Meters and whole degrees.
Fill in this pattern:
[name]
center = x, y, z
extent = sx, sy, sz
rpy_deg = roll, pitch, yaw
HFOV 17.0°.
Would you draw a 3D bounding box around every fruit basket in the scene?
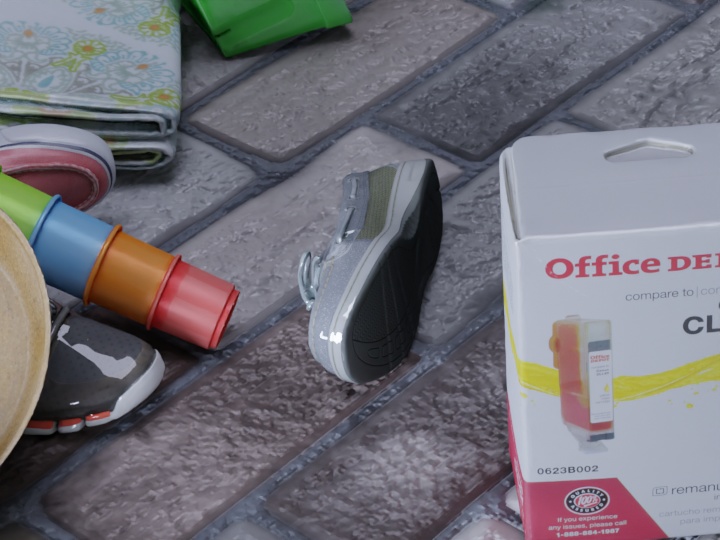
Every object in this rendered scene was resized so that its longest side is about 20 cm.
[fruit basket]
center = -0.054, -0.259, 1.681
extent = 0.214, 0.156, 0.216
rpy_deg = -15, 43, 14

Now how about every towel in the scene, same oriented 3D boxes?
[towel]
center = -0.203, -0.133, 1.577
extent = 0.170, 0.048, 0.200
rpy_deg = 5, 33, -7

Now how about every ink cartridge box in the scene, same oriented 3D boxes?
[ink cartridge box]
center = 0.145, 0.035, 1.201
extent = 0.144, 0.201, 0.084
rpy_deg = -5, 36, 1

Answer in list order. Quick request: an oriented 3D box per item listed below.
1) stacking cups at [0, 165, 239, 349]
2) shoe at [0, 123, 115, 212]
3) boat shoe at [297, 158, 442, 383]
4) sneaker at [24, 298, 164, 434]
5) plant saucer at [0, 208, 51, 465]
[stacking cups]
center = -0.167, -0.010, 1.380
extent = 0.199, 0.061, 0.061
rpy_deg = 26, 40, -2
[shoe]
center = -0.243, -0.024, 1.443
extent = 0.199, 0.072, 0.091
rpy_deg = -11, 39, 0
[boat shoe]
center = 0.000, -0.002, 1.381
extent = 0.064, 0.075, 0.202
rpy_deg = -1, 32, 15
[sneaker]
center = -0.207, 0.032, 1.346
extent = 0.199, 0.082, 0.077
rpy_deg = 9, 39, 18
[plant saucer]
center = -0.251, 0.049, 1.304
extent = 0.199, 0.035, 0.202
rpy_deg = -6, 71, 18
